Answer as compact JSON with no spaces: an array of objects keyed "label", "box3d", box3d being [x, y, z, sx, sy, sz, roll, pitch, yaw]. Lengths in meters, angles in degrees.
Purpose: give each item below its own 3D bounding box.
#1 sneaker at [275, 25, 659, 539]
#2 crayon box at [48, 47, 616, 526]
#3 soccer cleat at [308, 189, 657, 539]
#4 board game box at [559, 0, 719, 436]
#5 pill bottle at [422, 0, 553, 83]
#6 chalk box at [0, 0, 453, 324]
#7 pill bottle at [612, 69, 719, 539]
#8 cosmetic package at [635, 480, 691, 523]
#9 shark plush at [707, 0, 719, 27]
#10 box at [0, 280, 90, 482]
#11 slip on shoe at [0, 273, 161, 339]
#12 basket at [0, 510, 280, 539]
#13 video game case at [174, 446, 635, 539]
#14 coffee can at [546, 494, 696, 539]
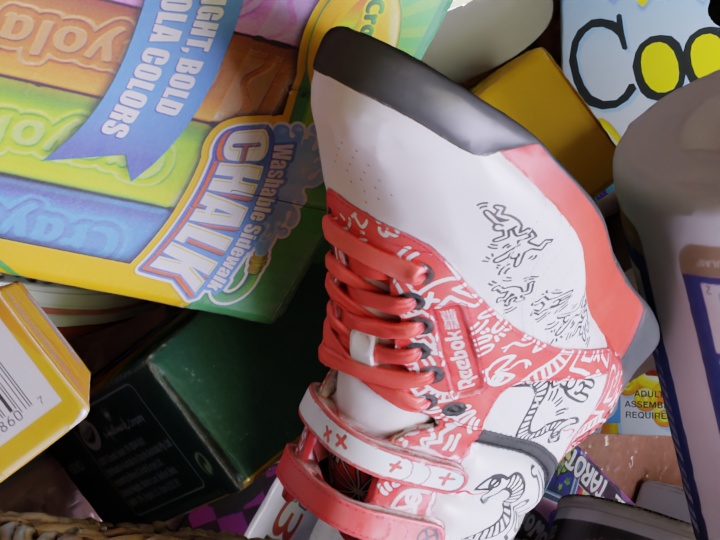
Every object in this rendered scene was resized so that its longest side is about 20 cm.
[{"label":"sneaker","box3d":[0.015,0.020,0.782,0.108,0.067,0.201,-54,151,-6]},{"label":"crayon box","box3d":[0.000,0.000,0.918,0.200,0.126,0.052,-38,93,-25]},{"label":"soccer cleat","box3d":[0.045,0.040,0.964,0.200,0.069,0.078,-44,135,-12]},{"label":"board game box","box3d":[0.131,-0.049,1.054,0.105,0.103,0.200,-49,139,-70]},{"label":"pill bottle","box3d":[-0.005,-0.162,0.906,0.114,0.114,0.200,-35,122,-36]},{"label":"chalk box","box3d":[-0.061,-0.075,0.804,0.200,0.125,0.124,10,122,-33]},{"label":"pill bottle","box3d":[0.151,0.041,0.890,0.111,0.111,0.200,-35,121,-36]},{"label":"cosmetic package","box3d":[0.140,0.199,1.157,0.108,0.085,0.200,30,78,-44]},{"label":"shark plush","box3d":[0.098,-0.148,0.932,0.091,0.083,0.200,-1,55,-29]},{"label":"box","box3d":[-0.126,0.052,0.737,0.119,0.200,0.041,-37,95,-4]},{"label":"slip on shoe","box3d":[-0.135,0.010,0.855,0.200,0.074,0.061,-16,145,-49]},{"label":"basket","box3d":[-0.041,0.151,0.816,0.200,0.143,0.149,11,88,-51]},{"label":"video game case","box3d":[0.012,0.120,1.043,0.200,0.036,0.181,46,68,-41]},{"label":"coffee can","box3d":[0.100,0.199,1.020,0.146,0.146,0.200,34,75,-44]}]
